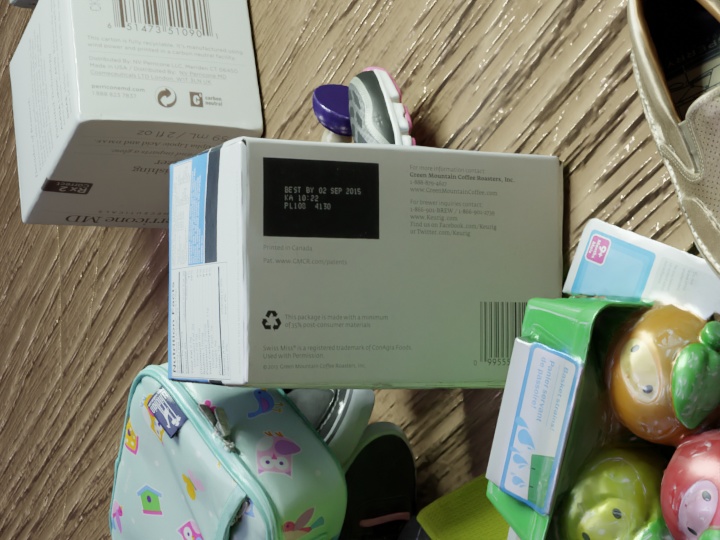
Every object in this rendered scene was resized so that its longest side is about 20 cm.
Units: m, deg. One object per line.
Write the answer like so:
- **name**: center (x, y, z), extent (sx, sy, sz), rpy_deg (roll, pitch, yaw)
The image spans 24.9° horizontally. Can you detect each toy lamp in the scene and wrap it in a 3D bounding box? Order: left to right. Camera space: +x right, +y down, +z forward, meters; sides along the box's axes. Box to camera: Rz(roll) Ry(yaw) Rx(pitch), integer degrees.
- **toy lamp**: center (-0.037, -0.035, 1.182), extent (0.058, 0.058, 0.202), rpy_deg (-122, 41, -50)

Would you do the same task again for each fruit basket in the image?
- **fruit basket**: center (0.144, 0.089, 0.745), extent (0.200, 0.093, 0.188), rpy_deg (30, 111, 56)

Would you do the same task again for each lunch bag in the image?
- **lunch bag**: center (-0.086, 0.154, 1.009), extent (0.161, 0.076, 0.201), rpy_deg (50, 141, 32)

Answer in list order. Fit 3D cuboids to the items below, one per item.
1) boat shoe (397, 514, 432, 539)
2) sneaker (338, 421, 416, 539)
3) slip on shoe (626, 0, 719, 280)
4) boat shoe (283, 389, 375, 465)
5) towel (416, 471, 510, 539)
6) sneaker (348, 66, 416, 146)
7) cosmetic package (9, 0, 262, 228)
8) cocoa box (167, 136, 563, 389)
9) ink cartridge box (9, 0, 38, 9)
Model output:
- **boat shoe**: center (0.049, 0.243, 0.958), extent (0.076, 0.073, 0.203), rpy_deg (-149, 63, -75)
- **sneaker**: center (0.019, 0.201, 1.037), extent (0.099, 0.070, 0.202), rpy_deg (41, 128, 54)
- **slip on shoe**: center (0.168, -0.059, 0.716), extent (0.075, 0.061, 0.201), rpy_deg (-25, 48, 14)
- **boat shoe**: center (-0.060, 0.100, 1.073), extent (0.200, 0.066, 0.071), rpy_deg (-20, 43, 63)
- **towel**: center (0.103, 0.157, 0.838), extent (0.200, 0.085, 0.018), rpy_deg (46, 159, 57)
- **sneaker**: center (-0.005, -0.033, 1.057), extent (0.074, 0.086, 0.203), rpy_deg (88, 179, -82)
- **cosmetic package**: center (-0.200, -0.152, 1.413), extent (0.200, 0.163, 0.167), rpy_deg (134, 132, -56)
- **cocoa box**: center (0.000, 0.000, 0.932), extent (0.131, 0.198, 0.135), rpy_deg (174, 97, -65)
- **ink cartridge box**: center (-0.237, -0.297, 1.525), extent (0.199, 0.145, 0.084), rpy_deg (-8, 80, 63)
